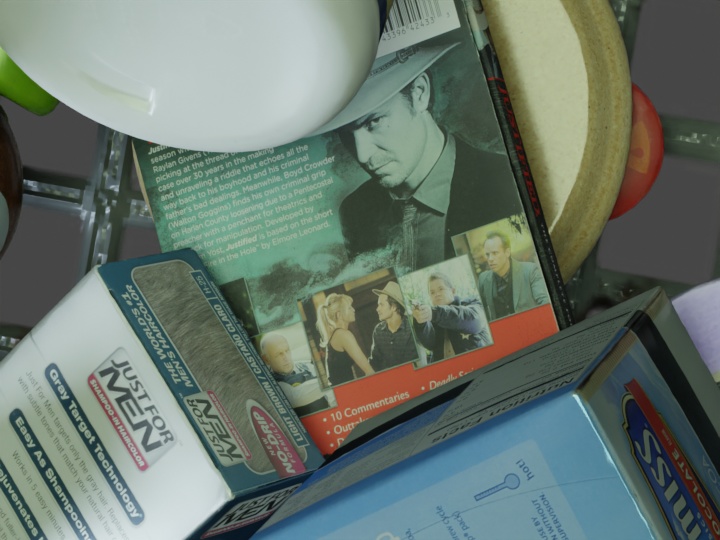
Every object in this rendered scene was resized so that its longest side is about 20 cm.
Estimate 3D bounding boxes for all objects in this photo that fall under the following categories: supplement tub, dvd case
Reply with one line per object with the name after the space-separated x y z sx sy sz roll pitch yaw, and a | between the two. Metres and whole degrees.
-0.041 -0.157 1.047 0.144 0.145 0.200 12 54 10 | supplement tub
0.000 0.000 1.088 0.146 0.022 0.201 -19 83 21 | dvd case

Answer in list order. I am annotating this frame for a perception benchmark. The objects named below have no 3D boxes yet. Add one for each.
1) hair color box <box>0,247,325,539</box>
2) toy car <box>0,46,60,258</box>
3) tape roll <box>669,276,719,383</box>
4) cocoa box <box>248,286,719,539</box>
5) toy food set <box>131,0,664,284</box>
-0.112 0.091 1.108 0.200 0.060 0.100 -43 72 33 | hair color box
-0.195 -0.043 1.025 0.158 0.200 0.165 31 91 -4 | toy car
0.163 0.097 1.096 0.199 0.085 0.201 0 89 9 | tape roll
0.077 0.131 0.988 0.133 0.131 0.200 -27 95 22 | cocoa box
0.011 -0.057 1.141 0.197 0.049 0.201 -15 86 9 | toy food set
